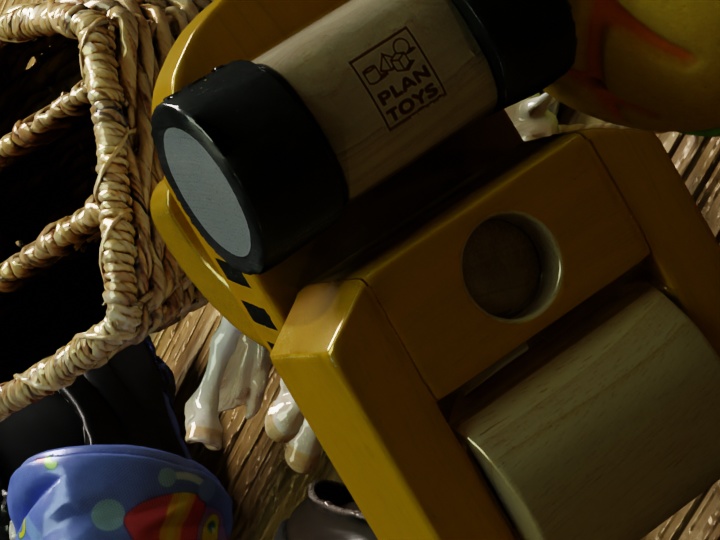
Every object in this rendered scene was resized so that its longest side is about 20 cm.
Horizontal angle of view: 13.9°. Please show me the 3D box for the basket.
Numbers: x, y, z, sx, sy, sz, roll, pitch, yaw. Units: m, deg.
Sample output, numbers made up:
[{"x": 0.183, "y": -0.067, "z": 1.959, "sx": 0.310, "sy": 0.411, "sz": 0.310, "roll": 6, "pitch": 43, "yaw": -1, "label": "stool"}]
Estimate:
[{"x": -0.133, "y": -0.026, "z": 1.169, "sx": 0.200, "sy": 0.149, "sz": 0.143, "roll": -27, "pitch": 93, "yaw": 45, "label": "basket"}]

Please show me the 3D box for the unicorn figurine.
[{"x": 0.000, "y": 0.000, "z": 1.017, "sx": 0.200, "sy": 0.074, "sz": 0.138, "roll": 4, "pitch": 74, "yaw": 50, "label": "unicorn figurine"}]

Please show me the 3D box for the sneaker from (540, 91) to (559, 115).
[{"x": 0.049, "y": -0.094, "z": 1.076, "sx": 0.080, "sy": 0.076, "sz": 0.200, "roll": 30, "pitch": 109, "yaw": 54, "label": "sneaker"}]

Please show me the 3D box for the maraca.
[{"x": 0.075, "y": -0.109, "z": 0.932, "sx": 0.200, "sy": 0.107, "sz": 0.137, "roll": 22, "pitch": 132, "yaw": 57, "label": "maraca"}]

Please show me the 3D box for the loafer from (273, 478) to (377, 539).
[{"x": 0.038, "y": 0.095, "z": 0.980, "sx": 0.200, "sy": 0.073, "sz": 0.071, "roll": 15, "pitch": 84, "yaw": 61, "label": "loafer"}]

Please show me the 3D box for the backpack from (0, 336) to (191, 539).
[{"x": -0.153, "y": 0.108, "z": 1.313, "sx": 0.200, "sy": 0.162, "sz": 0.168, "roll": -126, "pitch": 32, "yaw": -52, "label": "backpack"}]

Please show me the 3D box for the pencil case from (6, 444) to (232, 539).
[{"x": -0.096, "y": 0.155, "z": 0.985, "sx": 0.087, "sy": 0.078, "sz": 0.200, "roll": -4, "pitch": 69, "yaw": 36, "label": "pencil case"}]

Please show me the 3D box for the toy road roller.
[{"x": 0.016, "y": -0.002, "z": 0.900, "sx": 0.200, "sy": 0.123, "sz": 0.146, "roll": 59, "pitch": 160, "yaw": -7, "label": "toy road roller"}]

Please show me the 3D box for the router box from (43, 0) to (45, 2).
[{"x": -0.099, "y": -0.165, "z": 1.299, "sx": 0.200, "sy": 0.051, "sz": 0.149, "roll": -109, "pitch": 32, "yaw": -55, "label": "router box"}]
